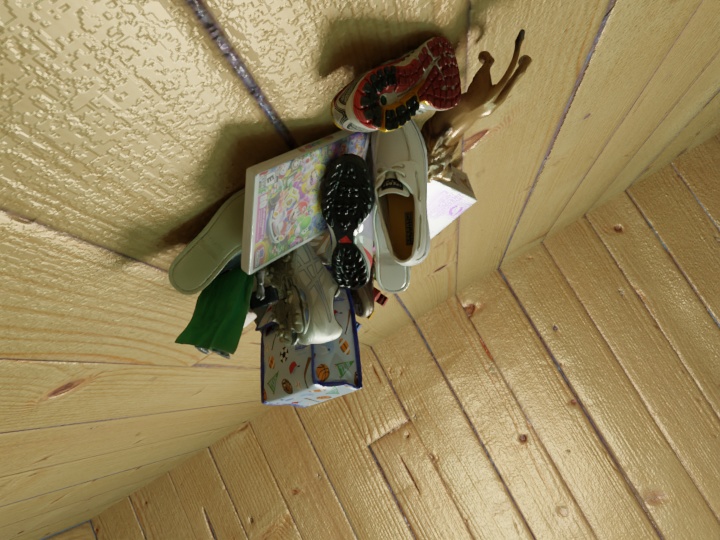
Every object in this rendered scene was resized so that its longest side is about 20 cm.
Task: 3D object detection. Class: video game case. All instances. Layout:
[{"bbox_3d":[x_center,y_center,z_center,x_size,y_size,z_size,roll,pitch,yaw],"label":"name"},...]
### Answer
[{"bbox_3d":[-0.065,-0.093,0.717,0.199,0.018,0.145,-34,148,-41],"label":"video game case"}]

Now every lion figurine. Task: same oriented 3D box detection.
[{"bbox_3d":[0.132,-0.199,0.724,0.124,0.072,0.200,-59,-176,-31],"label":"lion figurine"}]

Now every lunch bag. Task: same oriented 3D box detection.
[{"bbox_3d":[-0.092,0.111,0.968,0.122,0.205,0.169,15,152,-38],"label":"lunch bag"}]

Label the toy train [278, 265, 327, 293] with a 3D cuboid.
[{"bbox_3d":[-0.109,0.003,1.108,0.197,0.042,0.056,-27,176,-18],"label":"toy train"}]

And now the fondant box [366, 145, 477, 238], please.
[{"bbox_3d":[0.064,-0.113,0.886,0.197,0.059,0.144,13,138,-42],"label":"fondant box"}]

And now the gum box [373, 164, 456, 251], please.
[{"bbox_3d":[0.094,-0.119,1.046,0.199,0.067,0.113,-39,163,30],"label":"gum box"}]

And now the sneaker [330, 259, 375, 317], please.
[{"bbox_3d":[0.000,0.000,1.023,0.074,0.201,0.072,-9,131,-17],"label":"sneaker"}]

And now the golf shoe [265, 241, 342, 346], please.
[{"bbox_3d":[-0.076,0.010,0.805,0.096,0.204,0.078,11,148,-35],"label":"golf shoe"}]

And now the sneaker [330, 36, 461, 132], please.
[{"bbox_3d":[0.044,-0.207,0.647,0.081,0.080,0.198,4,-155,46],"label":"sneaker"}]

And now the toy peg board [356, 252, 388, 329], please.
[{"bbox_3d":[0.006,0.063,1.258,0.202,0.097,0.200,-59,167,-2],"label":"toy peg board"}]

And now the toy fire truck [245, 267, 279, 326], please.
[{"bbox_3d":[-0.165,0.023,0.931,0.173,0.131,0.200,-21,-176,-16],"label":"toy fire truck"}]

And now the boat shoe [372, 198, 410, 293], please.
[{"bbox_3d":[0.052,-0.063,0.832,0.073,0.062,0.204,-3,126,3],"label":"boat shoe"}]

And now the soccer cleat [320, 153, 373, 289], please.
[{"bbox_3d":[-0.012,-0.071,0.763,0.066,0.074,0.203,3,130,7],"label":"soccer cleat"}]

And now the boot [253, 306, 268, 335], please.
[{"bbox_3d":[-0.133,0.131,1.159,0.072,0.203,0.181,-36,167,26],"label":"boot"}]

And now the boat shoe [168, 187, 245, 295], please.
[{"bbox_3d":[-0.162,-0.047,0.753,0.199,0.075,0.066,-45,-169,-1],"label":"boat shoe"}]

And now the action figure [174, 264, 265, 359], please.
[{"bbox_3d":[-0.169,0.016,0.785,0.116,0.204,0.055,6,156,31],"label":"action figure"}]

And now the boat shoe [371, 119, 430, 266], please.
[{"bbox_3d":[0.046,-0.106,0.718,0.069,0.206,0.070,-4,-177,19],"label":"boat shoe"}]

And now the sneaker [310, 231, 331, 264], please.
[{"bbox_3d":[-0.055,-0.035,0.969,0.198,0.093,0.075,-35,165,18],"label":"sneaker"}]
